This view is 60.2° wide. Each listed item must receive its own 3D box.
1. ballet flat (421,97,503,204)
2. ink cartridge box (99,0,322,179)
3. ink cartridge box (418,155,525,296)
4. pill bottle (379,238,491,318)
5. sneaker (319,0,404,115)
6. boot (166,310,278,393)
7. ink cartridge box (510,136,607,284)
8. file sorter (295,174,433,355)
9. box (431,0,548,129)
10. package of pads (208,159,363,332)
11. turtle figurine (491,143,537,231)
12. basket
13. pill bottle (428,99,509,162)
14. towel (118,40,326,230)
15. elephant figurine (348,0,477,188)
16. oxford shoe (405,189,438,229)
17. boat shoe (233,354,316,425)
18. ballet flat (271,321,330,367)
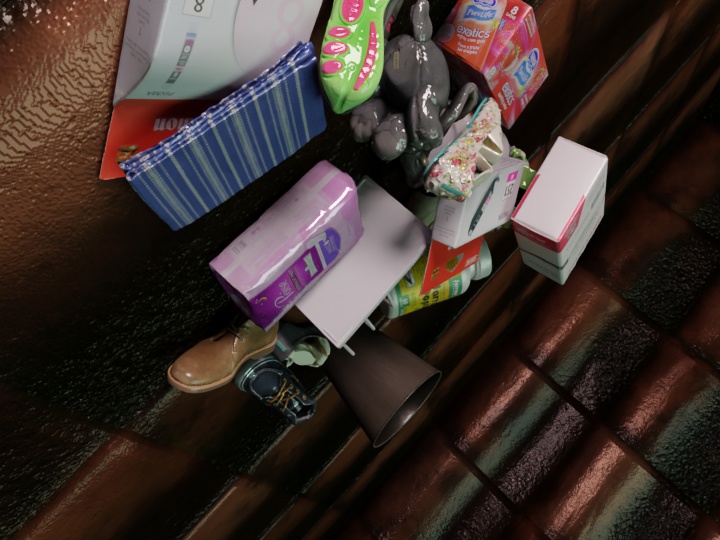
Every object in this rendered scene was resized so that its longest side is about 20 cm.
[{"bbox_3d":[0.137,-0.141,0.754,0.201,0.063,0.076,-51,173,-40],"label":"ballet flat"},{"bbox_3d":[-0.125,-0.162,0.529,0.161,0.057,0.203,-20,138,-51],"label":"ink cartridge box"},{"bbox_3d":[0.160,-0.062,0.878,0.199,0.043,0.178,-24,129,-52],"label":"ink cartridge box"},{"bbox_3d":[0.121,0.000,1.073,0.196,0.114,0.114,-18,150,-11],"label":"pill bottle"},{"bbox_3d":[0.001,-0.238,0.582,0.084,0.075,0.204,141,-29,-71],"label":"sneaker"},{"bbox_3d":[-0.173,0.090,0.810,0.199,0.073,0.077,-32,146,-58],"label":"boot"},{"bbox_3d":[0.313,-0.086,0.969,0.147,0.083,0.200,-57,154,-6],"label":"ink cartridge box"},{"bbox_3d":[0.000,0.000,0.900,0.201,0.138,0.125,-48,160,-4],"label":"file sorter"},{"bbox_3d":[0.183,-0.289,0.850,0.101,0.095,0.199,-53,157,7],"label":"box"},{"bbox_3d":[-0.083,-0.031,0.775,0.200,0.075,0.121,-44,154,-14],"label":"package of pads"},{"bbox_3d":[0.235,-0.136,1.068,0.142,0.203,0.194,-28,-179,8],"label":"turtle figurine"},{"bbox_3d":[0.017,0.184,1.129,0.180,0.199,0.137,-41,156,-21],"label":"basket"},{"bbox_3d":[0.153,-0.186,0.935,0.198,0.109,0.111,-6,133,-59],"label":"pill bottle"},{"bbox_3d":[-0.117,-0.120,0.585,0.198,0.024,0.145,-36,167,-8],"label":"towel"},{"bbox_3d":[0.070,-0.197,0.758,0.153,0.145,0.199,-23,173,27],"label":"elephant figurine"},{"bbox_3d":[0.086,-0.091,1.040,0.199,0.070,0.075,-39,129,-23],"label":"oxford shoe"},{"bbox_3d":[-0.130,0.195,1.014,0.071,0.091,0.200,-48,157,-3],"label":"boat shoe"},{"bbox_3d":[-0.092,0.128,1.012,0.074,0.073,0.199,-51,158,5],"label":"ballet flat"}]
